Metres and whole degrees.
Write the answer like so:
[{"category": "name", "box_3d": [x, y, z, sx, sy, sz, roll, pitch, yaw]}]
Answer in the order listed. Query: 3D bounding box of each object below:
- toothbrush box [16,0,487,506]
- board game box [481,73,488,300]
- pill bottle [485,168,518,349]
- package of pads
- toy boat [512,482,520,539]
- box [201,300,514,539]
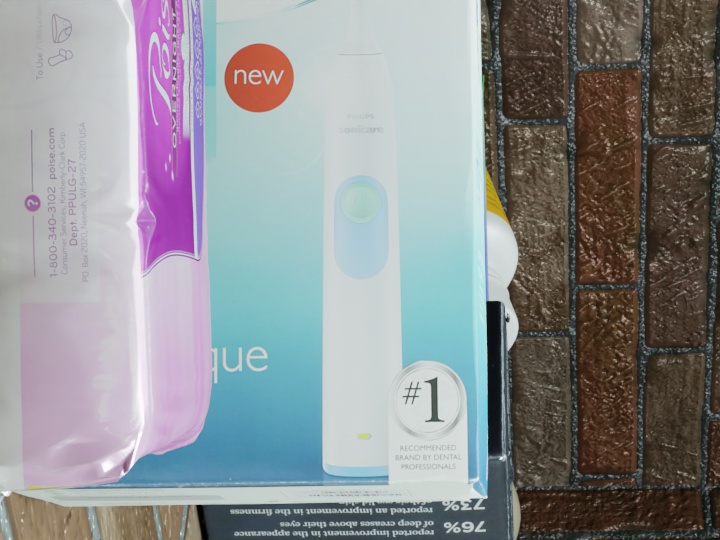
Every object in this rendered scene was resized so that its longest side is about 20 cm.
[{"category": "toothbrush box", "box_3d": [-0.034, -0.029, 0.798, 0.085, 0.145, 0.201, 66, 24, -80]}, {"category": "board game box", "box_3d": [0.000, 0.000, 1.324, 0.029, 0.134, 0.201, -79, 167, -70]}, {"category": "pill bottle", "box_3d": [0.020, -0.037, 1.431, 0.109, 0.109, 0.201, 83, -11, -57]}, {"category": "package of pads", "box_3d": [-0.080, -0.046, 0.644, 0.121, 0.075, 0.201, -12, 101, -87]}, {"category": "toy boat", "box_3d": [-0.002, 0.152, 1.446, 0.131, 0.130, 0.200, 48, -40, 18]}, {"category": "box", "box_3d": [0.003, 0.120, 1.258, 0.105, 0.147, 0.201, -88, 176, -45]}]
